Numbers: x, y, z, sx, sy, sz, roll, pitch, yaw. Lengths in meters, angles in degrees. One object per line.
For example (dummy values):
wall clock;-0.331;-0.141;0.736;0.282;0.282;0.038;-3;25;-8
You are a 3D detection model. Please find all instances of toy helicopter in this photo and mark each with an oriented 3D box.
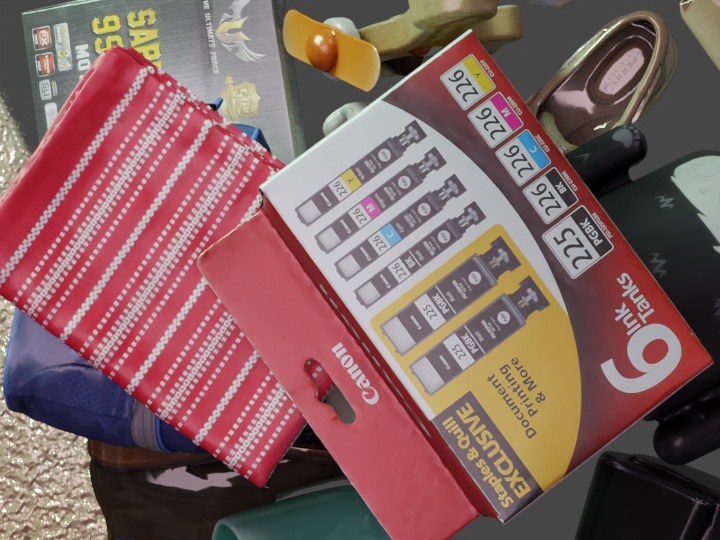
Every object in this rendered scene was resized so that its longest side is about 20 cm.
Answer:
toy helicopter;0.029;-0.134;1.131;0.131;0.200;0.080;-5;87;-8

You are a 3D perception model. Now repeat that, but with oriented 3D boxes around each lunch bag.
lunch bag;-0.107;-0.001;1.132;0.131;0.136;0.202;11;85;4

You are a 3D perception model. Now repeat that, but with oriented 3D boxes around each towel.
towel;-0.089;-0.005;1.050;0.199;0.022;0.145;37;83;-1

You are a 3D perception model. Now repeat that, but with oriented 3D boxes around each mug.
mug;-0.011;0.202;1.154;0.113;0.185;0.153;-14;77;-16

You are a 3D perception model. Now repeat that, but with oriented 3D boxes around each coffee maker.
coffee maker;0.147;0.205;1.130;0.191;0.135;0.202;19;90;12

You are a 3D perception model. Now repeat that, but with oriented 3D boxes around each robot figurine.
robot figurine;0.166;0.011;1.127;0.199;0.125;0.150;-26;45;-16

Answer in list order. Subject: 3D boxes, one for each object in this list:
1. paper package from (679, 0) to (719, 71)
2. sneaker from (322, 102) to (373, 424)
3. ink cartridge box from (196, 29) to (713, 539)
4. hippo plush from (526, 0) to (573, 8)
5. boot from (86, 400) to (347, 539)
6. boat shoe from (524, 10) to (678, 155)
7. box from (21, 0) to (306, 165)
paper package;0.260;-0.077;1.017;0.103;0.190;0.201;-36;83;15
sneaker;0.000;0.000;1.176;0.075;0.081;0.202;-3;77;35
ink cartridge box;0.041;0.019;1.006;0.175;0.084;0.201;-37;88;-5
hippo plush;0.069;-0.246;1.165;0.160;0.199;0.160;29;134;32
boot;-0.063;0.129;1.218;0.198;0.075;0.098;3;114;0
boat shoe;0.110;-0.068;1.182;0.072;0.065;0.200;40;95;9
box;-0.112;-0.069;1.230;0.157;0.048;0.202;-8;87;10
